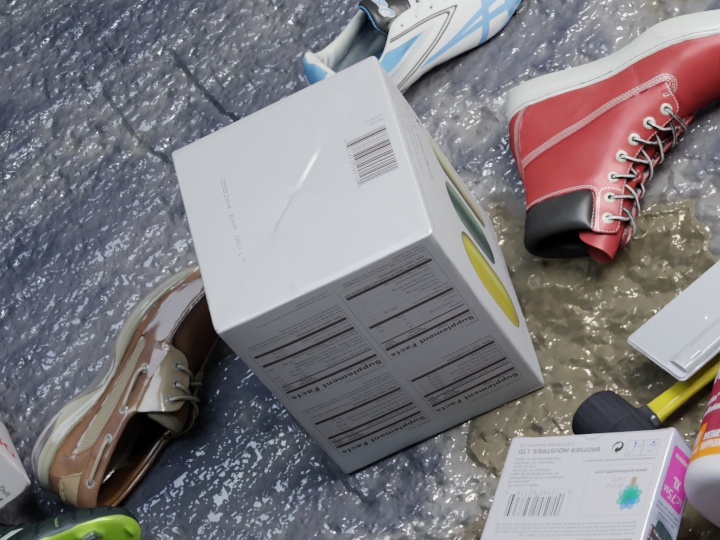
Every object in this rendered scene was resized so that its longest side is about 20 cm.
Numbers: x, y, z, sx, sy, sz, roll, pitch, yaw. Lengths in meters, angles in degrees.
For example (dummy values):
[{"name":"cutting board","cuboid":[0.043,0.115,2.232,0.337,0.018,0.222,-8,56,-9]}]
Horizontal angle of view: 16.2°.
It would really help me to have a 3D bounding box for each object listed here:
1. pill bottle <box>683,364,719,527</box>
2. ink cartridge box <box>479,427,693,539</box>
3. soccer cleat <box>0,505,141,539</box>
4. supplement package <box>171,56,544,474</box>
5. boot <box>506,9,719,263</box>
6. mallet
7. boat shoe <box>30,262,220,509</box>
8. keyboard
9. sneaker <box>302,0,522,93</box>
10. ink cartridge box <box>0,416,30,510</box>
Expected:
[{"name":"pill bottle","cuboid":[0.271,0.059,1.505,0.113,0.113,0.200,6,63,31]},{"name":"ink cartridge box","cuboid":[0.119,0.188,1.493,0.119,0.042,0.200,-6,49,39]},{"name":"soccer cleat","cuboid":[-0.241,0.196,1.719,0.200,0.068,0.081,-26,44,12]},{"name":"supplement package","cuboid":[0.000,0.000,1.627,0.151,0.200,0.152,-25,52,11]},{"name":"boot","cuboid":[0.194,-0.081,1.665,0.200,0.072,0.144,-23,52,24]},{"name":"mallet","cuboid":[0.228,0.063,1.577,0.200,0.041,0.066,-34,49,0]},{"name":"boat shoe","cuboid":[-0.139,0.084,1.736,0.072,0.076,0.200,36,90,35]},{"name":"keyboard","cuboid":[0.258,-0.005,1.598,0.200,0.011,0.056,-39,38,-12]},{"name":"sneaker","cuboid":[0.046,-0.184,1.806,0.200,0.072,0.072,-41,49,-3]},{"name":"ink cartridge box","cuboid":[-0.320,0.080,1.751,0.084,0.146,0.200,-38,34,2]}]
